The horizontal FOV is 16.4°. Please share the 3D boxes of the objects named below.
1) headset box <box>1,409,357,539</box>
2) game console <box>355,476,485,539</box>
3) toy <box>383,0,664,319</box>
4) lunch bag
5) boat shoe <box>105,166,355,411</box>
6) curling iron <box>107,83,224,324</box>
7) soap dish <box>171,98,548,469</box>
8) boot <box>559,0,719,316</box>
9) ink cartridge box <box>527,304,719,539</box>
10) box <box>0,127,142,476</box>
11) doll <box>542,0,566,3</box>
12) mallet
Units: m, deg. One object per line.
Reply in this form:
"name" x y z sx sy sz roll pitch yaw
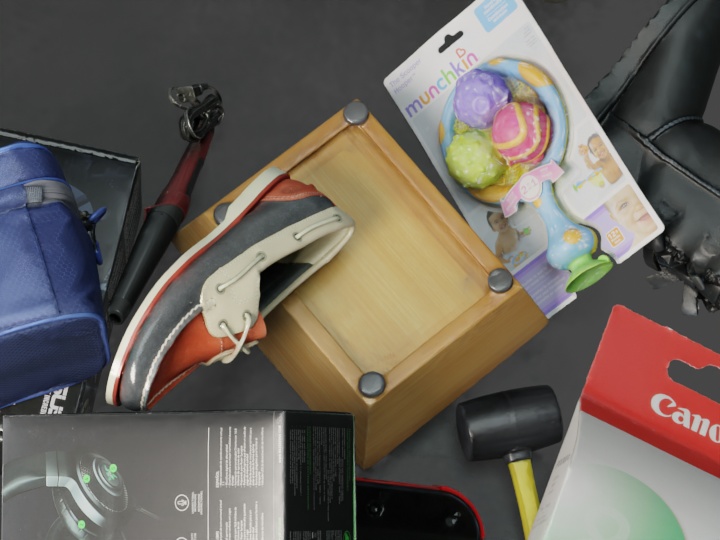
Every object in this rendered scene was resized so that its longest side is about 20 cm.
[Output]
"headset box" -0.110 0.167 1.415 0.199 0.093 0.176 -4 84 25
"game console" -0.023 0.209 1.508 0.198 0.031 0.178 7 79 -14
"toy" 0.095 -0.076 1.608 0.115 0.047 0.201 -38 75 25
"lunch bag" -0.238 0.006 1.448 0.199 0.136 0.133 -18 73 -11
"boat shoe" -0.077 0.017 1.481 0.062 0.071 0.200 32 52 11
"curling iron" -0.128 -0.044 1.591 0.025 0.050 0.201 -7 46 30
"soap dish" 0.000 0.000 1.586 0.157 0.081 0.200 -37 74 -15
"boot" 0.230 -0.083 1.636 0.162 0.073 0.199 38 79 13
"ink cartridge box" 0.200 0.135 1.546 0.160 0.050 0.201 26 71 -8
"box" -0.236 0.018 1.564 0.163 0.086 0.201 12 69 1
"doll" 0.158 -0.273 1.717 0.136 0.048 0.201 23 75 -4
"mallet" 0.100 0.170 1.553 0.065 0.041 0.201 -3 73 -6
